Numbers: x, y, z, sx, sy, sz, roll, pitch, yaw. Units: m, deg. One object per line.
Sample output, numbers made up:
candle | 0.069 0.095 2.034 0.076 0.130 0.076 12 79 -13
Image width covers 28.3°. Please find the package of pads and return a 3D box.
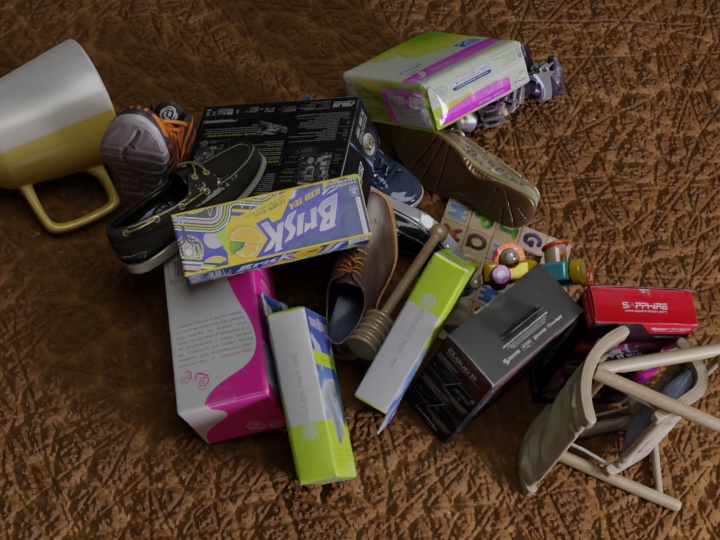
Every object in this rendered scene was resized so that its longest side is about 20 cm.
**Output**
package of pads | 0.086 -0.233 1.759 0.154 0.200 0.068 -29 114 -23

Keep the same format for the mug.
mug | -0.359 -0.152 1.615 0.153 0.150 0.187 -25 63 -19

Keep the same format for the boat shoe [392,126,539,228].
boat shoe | 0.131 -0.125 1.782 0.200 0.073 0.063 34 34 0

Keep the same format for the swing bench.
swing bench | 0.294 0.162 1.576 0.199 0.199 0.130 8 58 -12

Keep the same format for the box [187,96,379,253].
box | -0.094 -0.107 1.641 0.199 0.086 0.164 -2 55 20

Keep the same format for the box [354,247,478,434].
box | 0.057 0.073 1.551 0.048 0.122 0.200 30 98 7

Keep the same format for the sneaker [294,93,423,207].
sneaker | -0.008 -0.144 1.739 0.200 0.085 0.075 29 57 2

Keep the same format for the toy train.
toy train | 0.170 -0.002 1.665 0.199 0.150 0.056 -1 82 -24

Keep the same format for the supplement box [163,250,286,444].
supplement box | -0.145 0.071 1.546 0.101 0.103 0.201 -13 61 8

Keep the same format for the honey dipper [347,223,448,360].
honey dipper | 0.050 0.019 1.620 0.038 0.038 0.200 33 56 5

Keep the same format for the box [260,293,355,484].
box | -0.054 0.123 1.509 0.048 0.122 0.201 -13 80 7

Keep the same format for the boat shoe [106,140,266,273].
boat shoe | -0.187 -0.081 1.553 0.201 0.061 0.072 -42 39 -19

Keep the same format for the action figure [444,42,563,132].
action figure | 0.174 -0.228 1.836 0.130 0.070 0.200 13 33 39

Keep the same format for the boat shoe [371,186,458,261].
boat shoe | 0.019 -0.053 1.700 0.199 0.074 0.068 33 65 -3

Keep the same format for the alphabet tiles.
alphabet tiles | 0.160 0.017 1.738 0.167 0.008 0.200 21 56 -3

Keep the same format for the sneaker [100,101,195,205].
sneaker | -0.234 -0.154 1.598 0.077 0.200 0.112 15 66 2

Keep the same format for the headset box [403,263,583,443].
headset box | 0.147 0.089 1.571 0.149 0.200 0.077 -36 78 -28

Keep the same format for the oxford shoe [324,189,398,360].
oxford shoe | 0.000 0.000 1.623 0.071 0.073 0.201 7 78 9

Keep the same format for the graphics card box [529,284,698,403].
graphics card box | 0.281 0.086 1.616 0.125 0.200 0.051 2 60 -16

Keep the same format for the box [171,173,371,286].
box | -0.092 -0.043 1.494 0.199 0.064 0.070 -13 83 -6
